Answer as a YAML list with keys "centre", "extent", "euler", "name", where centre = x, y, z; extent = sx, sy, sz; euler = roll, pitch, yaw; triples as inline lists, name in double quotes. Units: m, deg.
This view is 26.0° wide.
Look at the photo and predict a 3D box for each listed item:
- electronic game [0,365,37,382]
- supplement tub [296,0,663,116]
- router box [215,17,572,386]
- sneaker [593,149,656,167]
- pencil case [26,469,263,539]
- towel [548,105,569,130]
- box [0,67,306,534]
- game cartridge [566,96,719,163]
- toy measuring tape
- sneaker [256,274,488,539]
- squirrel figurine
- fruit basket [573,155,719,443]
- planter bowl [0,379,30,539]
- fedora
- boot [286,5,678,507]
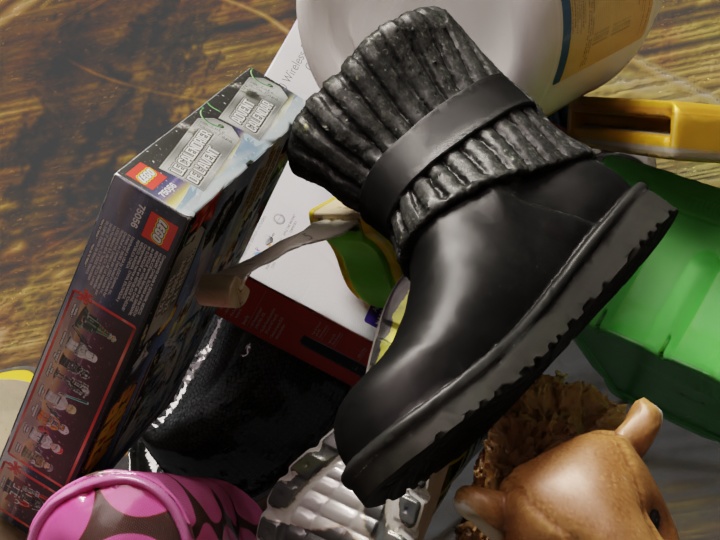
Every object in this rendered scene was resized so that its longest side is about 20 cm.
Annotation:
- centre: [-0.274, 0.116, 0.931]
  extent: [0.200, 0.042, 0.200]
  euler: [-25, 15, 7]
  name: "electronic game"
- centre: [0.073, -0.150, 0.831]
  extent: [0.144, 0.145, 0.200]
  euler: [7, 22, 30]
  name: "supplement tub"
- centre: [0.009, -0.035, 0.867]
  extent: [0.179, 0.049, 0.200]
  euler: [28, 54, -4]
  name: "router box"
- centre: [0.091, -0.029, 0.974]
  extent: [0.200, 0.067, 0.091]
  euler: [-11, 37, 7]
  name: "sneaker"
- centre: [-0.092, 0.143, 0.738]
  extent: [0.091, 0.200, 0.094]
  euler: [1, 81, 9]
  name: "pencil case"
- centre: [0.069, -0.134, 1.031]
  extent: [0.048, 0.112, 0.200]
  euler: [5, -4, -32]
  name: "towel"
- centre: [-0.099, 0.016, 0.722]
  extent: [0.040, 0.200, 0.137]
  euler: [31, 32, 4]
  name: "box"
- centre: [0.230, -0.072, 0.835]
  extent: [0.200, 0.033, 0.176]
  euler: [1, 7, -10]
  name: "game cartridge"
- centre: [0.000, 0.000, 0.758]
  extent: [0.073, 0.074, 0.200]
  euler: [13, 29, 35]
  name: "toy measuring tape"
- centre: [0.024, 0.091, 0.744]
  extent: [0.074, 0.085, 0.200]
  euler: [30, 87, 27]
  name: "sneaker"
- centre: [0.090, 0.132, 0.685]
  extent: [0.141, 0.187, 0.200]
  euler: [-24, 38, -5]
  name: "squirrel figurine"
- centre: [0.234, -0.001, 0.829]
  extent: [0.215, 0.156, 0.216]
  euler: [-21, 44, 21]
  name: "fruit basket"
- centre: [-0.206, 0.171, 0.789]
  extent: [0.200, 0.200, 0.135]
  euler: [-32, 67, -14]
  name: "planter bowl"
- centre: [-0.068, 0.053, 0.883]
  extent: [0.200, 0.092, 0.201]
  euler: [-13, 55, 20]
  name: "fedora"
- centre: [0.020, -0.011, 0.672]
  extent: [0.158, 0.079, 0.211]
  euler: [41, 55, 11]
  name: "boot"
